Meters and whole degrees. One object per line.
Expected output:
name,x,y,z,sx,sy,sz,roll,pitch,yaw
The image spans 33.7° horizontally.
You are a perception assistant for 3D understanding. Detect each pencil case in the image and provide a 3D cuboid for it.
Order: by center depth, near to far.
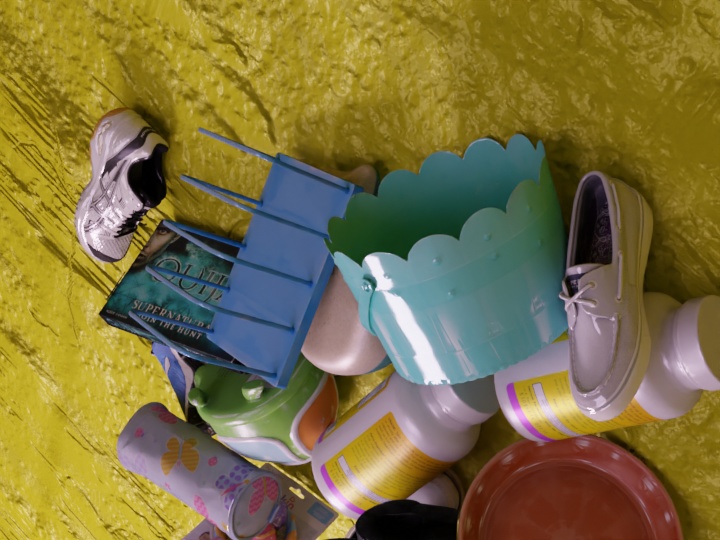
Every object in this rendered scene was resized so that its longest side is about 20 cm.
pencil case,-0.180,0.222,1.317,0.199,0.083,0.091,24,160,35

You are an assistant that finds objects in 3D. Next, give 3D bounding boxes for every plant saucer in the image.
plant saucer,0.185,0.243,1.056,0.200,0.200,0.032,38,160,18

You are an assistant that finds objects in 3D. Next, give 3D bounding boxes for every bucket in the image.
bucket,0.082,-0.009,0.997,0.206,0.207,0.136,-5,117,41

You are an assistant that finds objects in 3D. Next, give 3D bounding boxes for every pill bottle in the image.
pill bottle,0.215,0.079,0.993,0.199,0.104,0.105,-20,99,45
pill bottle,0.046,0.156,1.160,0.105,0.104,0.200,51,127,6

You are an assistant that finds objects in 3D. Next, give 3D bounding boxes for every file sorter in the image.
file sorter,-0.115,-0.017,1.114,0.138,0.122,0.202,27,97,50

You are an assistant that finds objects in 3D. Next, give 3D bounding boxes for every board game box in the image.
board game box,-0.172,0.023,1.276,0.199,0.136,0.028,15,154,33

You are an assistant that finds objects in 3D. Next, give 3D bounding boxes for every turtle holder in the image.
turtle holder,-0.109,0.146,1.277,0.184,0.141,0.132,-23,119,20

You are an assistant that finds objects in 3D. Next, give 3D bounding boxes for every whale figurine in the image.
whale figurine,0.000,0.000,1.157,0.158,0.103,0.202,-3,87,45

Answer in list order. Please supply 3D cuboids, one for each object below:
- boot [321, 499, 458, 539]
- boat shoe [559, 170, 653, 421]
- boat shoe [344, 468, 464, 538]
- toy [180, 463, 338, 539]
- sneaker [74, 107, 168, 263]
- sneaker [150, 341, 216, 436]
boot,0.004,0.271,1.130,0.200,0.163,0.066,99,161,-69
boat shoe,0.186,0.014,0.924,0.068,0.202,0.072,31,154,-34
boat shoe,0.040,0.277,1.272,0.075,0.068,0.200,47,134,11
toy,-0.128,0.295,1.328,0.115,0.200,0.047,31,141,23
sneaker,-0.264,-0.079,1.337,0.087,0.075,0.201,33,130,23
sneaker,-0.194,0.107,1.389,0.089,0.078,0.202,33,138,51
